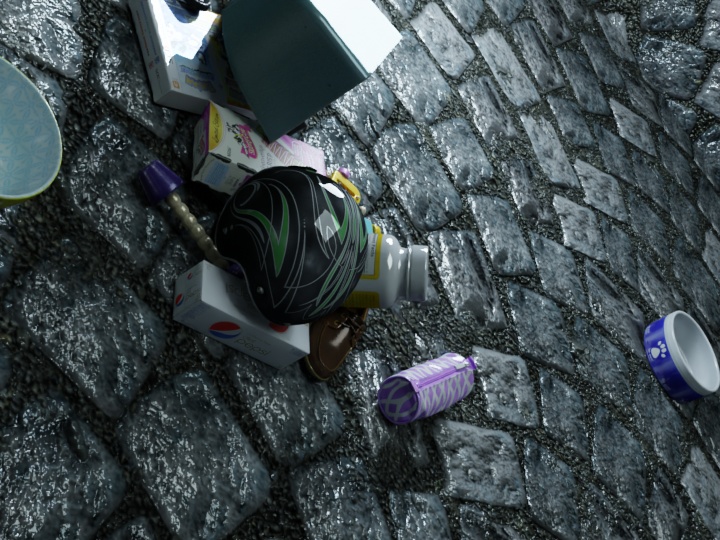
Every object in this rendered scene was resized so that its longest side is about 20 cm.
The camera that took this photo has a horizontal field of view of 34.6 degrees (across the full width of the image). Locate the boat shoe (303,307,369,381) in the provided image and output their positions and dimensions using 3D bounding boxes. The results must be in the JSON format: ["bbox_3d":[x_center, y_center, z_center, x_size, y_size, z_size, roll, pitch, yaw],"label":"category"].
[{"bbox_3d":[-0.031,0.083,1.741,0.072,0.067,0.201,47,36,-18],"label":"boat shoe"}]

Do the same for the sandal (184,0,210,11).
[{"bbox_3d":[-0.319,-0.463,1.790,0.200,0.045,0.075,44,24,-3],"label":"sandal"}]

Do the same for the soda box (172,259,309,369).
[{"bbox_3d":[-0.161,0.064,1.591,0.199,0.063,0.069,30,43,-37],"label":"soda box"}]

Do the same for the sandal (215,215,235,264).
[{"bbox_3d":[-0.151,-0.073,1.715,0.082,0.054,0.200,55,34,-6],"label":"sandal"}]

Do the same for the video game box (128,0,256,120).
[{"bbox_3d":[-0.252,-0.326,1.783,0.199,0.047,0.184,7,62,-52],"label":"video game box"}]

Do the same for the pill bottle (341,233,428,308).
[{"bbox_3d":[0.000,0.000,1.713,0.111,0.198,0.112,3,90,-85],"label":"pill bottle"}]

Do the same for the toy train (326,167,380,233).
[{"bbox_3d":[-0.050,-0.091,1.868,0.150,0.055,0.201,-31,90,-52],"label":"toy train"}]

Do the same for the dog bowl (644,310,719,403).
[{"bbox_3d":[0.737,0.199,2.651,0.200,0.079,0.201,33,42,-34],"label":"dog bowl"}]

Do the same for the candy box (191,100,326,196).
[{"bbox_3d":[-0.148,-0.156,1.714,0.199,0.061,0.137,21,35,-23],"label":"candy box"}]

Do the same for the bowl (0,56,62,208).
[{"bbox_3d":[-0.455,-0.148,1.325,0.200,0.107,0.201,32,43,-35],"label":"bowl"}]

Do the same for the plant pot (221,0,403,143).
[{"bbox_3d":[-0.089,-0.349,1.713,0.201,0.196,0.196,54,32,-13],"label":"plant pot"}]

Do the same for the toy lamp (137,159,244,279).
[{"bbox_3d":[-0.234,-0.064,1.598,0.200,0.058,0.058,52,34,-10],"label":"toy lamp"}]

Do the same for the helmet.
[{"bbox_3d":[-0.083,-0.032,1.562,0.199,0.201,0.191,15,20,-47],"label":"helmet"}]

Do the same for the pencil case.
[{"bbox_3d":[0.109,0.185,1.834,0.200,0.085,0.084,-17,77,-55],"label":"pencil case"}]

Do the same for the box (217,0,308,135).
[{"bbox_3d":[-0.147,-0.347,1.880,0.200,0.049,0.199,54,21,-30],"label":"box"}]
